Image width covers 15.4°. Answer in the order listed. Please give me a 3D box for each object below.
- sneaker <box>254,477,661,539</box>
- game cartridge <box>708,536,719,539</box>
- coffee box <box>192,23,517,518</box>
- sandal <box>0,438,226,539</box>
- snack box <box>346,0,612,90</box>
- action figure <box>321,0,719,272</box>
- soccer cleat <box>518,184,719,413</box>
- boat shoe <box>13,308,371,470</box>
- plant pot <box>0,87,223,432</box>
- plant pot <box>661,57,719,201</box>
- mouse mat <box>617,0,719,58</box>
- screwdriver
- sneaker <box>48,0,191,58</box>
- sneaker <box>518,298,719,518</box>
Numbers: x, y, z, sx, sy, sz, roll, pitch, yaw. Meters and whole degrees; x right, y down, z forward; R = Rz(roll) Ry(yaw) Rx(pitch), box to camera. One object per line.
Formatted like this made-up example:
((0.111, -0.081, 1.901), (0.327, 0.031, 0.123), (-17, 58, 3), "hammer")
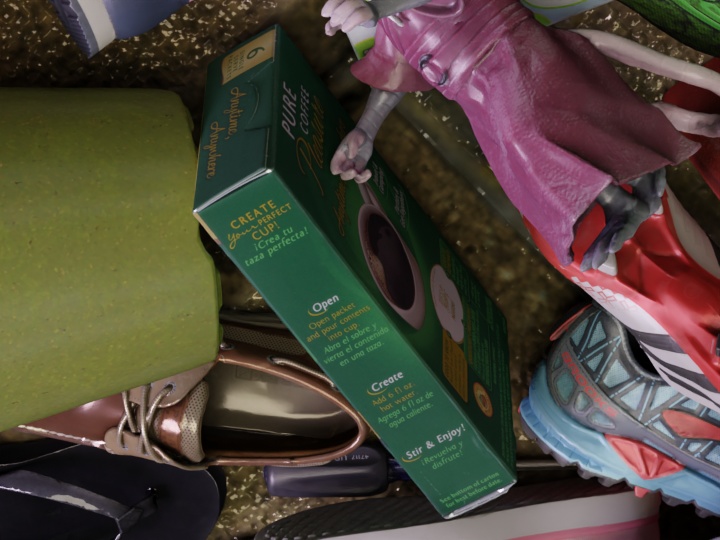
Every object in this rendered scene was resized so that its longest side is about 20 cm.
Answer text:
((0.050, 0.159, 1.266), (0.199, 0.075, 0.106), (-5, 98, -15), "sneaker")
((0.207, 0.141, 1.206), (0.133, 0.041, 0.199), (18, 150, -42), "game cartridge")
((0.000, 0.000, 1.179), (0.044, 0.123, 0.200), (-27, 122, 19), "coffee box")
((-0.164, 0.117, 1.288), (0.198, 0.043, 0.077), (1, 115, -1), "sandal")
((0.071, -0.180, 1.145), (0.199, 0.053, 0.143), (-21, 116, 9), "snack box")
((0.054, -0.096, 1.100), (0.149, 0.134, 0.200), (-41, 87, -16), "action figure")
((0.137, 0.010, 1.192), (0.069, 0.200, 0.085), (-40, 153, -14), "soccer cleat")
((-0.086, 0.055, 1.244), (0.198, 0.072, 0.076), (-1, 115, 0), "boat shoe")
((-0.162, -0.005, 1.167), (0.188, 0.200, 0.201), (-8, 116, -9), "plant pot")
((0.271, -0.021, 1.154), (0.199, 0.177, 0.200), (-33, 111, 14), "plant pot")
((0.133, -0.110, 1.040), (0.199, 0.160, 0.008), (23, 86, -39), "mouse mat")
((0.052, 0.093, 1.296), (0.198, 0.029, 0.028), (-3, 115, -7), "screwdriver")
((-0.121, -0.197, 1.139), (0.082, 0.070, 0.201), (-25, 114, -12), "sneaker")
((0.180, 0.067, 1.249), (0.199, 0.079, 0.096), (16, 112, -8), "sneaker")
